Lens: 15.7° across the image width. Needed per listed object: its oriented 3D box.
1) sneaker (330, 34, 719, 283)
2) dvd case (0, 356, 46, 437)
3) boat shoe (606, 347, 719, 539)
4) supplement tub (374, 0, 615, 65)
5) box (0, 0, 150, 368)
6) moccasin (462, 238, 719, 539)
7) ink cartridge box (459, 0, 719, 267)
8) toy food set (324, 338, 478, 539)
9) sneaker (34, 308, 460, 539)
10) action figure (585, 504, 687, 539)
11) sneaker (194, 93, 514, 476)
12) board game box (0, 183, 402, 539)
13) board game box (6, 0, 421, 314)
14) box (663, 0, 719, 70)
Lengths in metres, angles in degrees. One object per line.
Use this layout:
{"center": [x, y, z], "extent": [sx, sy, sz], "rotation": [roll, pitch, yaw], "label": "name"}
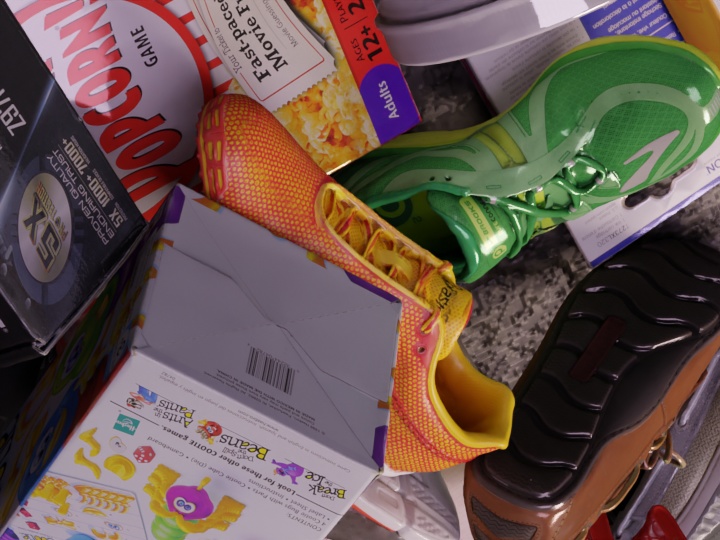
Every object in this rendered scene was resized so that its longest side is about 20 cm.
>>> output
{"center": [0.065, -0.033, 1.096], "extent": [0.200, 0.084, 0.074], "rotation": [-23, 121, 19], "label": "sneaker"}
{"center": [-0.203, 0.036, 1.098], "extent": [0.150, 0.025, 0.200], "rotation": [21, 106, -27], "label": "dvd case"}
{"center": [0.160, 0.104, 1.247], "extent": [0.074, 0.065, 0.202], "rotation": [9, 118, -43], "label": "boat shoe"}
{"center": [0.033, -0.193, 0.987], "extent": [0.140, 0.140, 0.200], "rotation": [-24, 104, -8], "label": "supplement tub"}
{"center": [-0.203, -0.054, 0.954], "extent": [0.164, 0.086, 0.200], "rotation": [-16, 115, 36], "label": "box"}
{"center": [0.111, 0.060, 1.157], "extent": [0.074, 0.201, 0.078], "rotation": [21, 139, 16], "label": "moccasin"}
{"center": [0.092, -0.104, 1.134], "extent": [0.095, 0.037, 0.200], "rotation": [-34, 118, -2], "label": "ink cartridge box"}
{"center": [-0.024, 0.106, 1.184], "extent": [0.200, 0.060, 0.144], "rotation": [-31, 109, -5], "label": "toy food set"}
{"center": [-0.052, 0.081, 1.113], "extent": [0.200, 0.077, 0.082], "rotation": [29, 118, -14], "label": "sneaker"}
{"center": [0.082, 0.184, 1.225], "extent": [0.065, 0.052, 0.200], "rotation": [-2, 144, -34], "label": "action figure"}
{"center": [0.000, 0.000, 1.046], "extent": [0.077, 0.073, 0.200], "rotation": [-18, 129, 26], "label": "sneaker"}
{"center": [-0.081, 0.084, 1.008], "extent": [0.105, 0.103, 0.200], "rotation": [28, 125, -15], "label": "board game box"}
{"center": [-0.092, -0.081, 1.055], "extent": [0.200, 0.046, 0.152], "rotation": [-31, 117, -12], "label": "board game box"}
{"center": [0.190, -0.134, 1.134], "extent": [0.119, 0.041, 0.200], "rotation": [-45, 120, -17], "label": "box"}
